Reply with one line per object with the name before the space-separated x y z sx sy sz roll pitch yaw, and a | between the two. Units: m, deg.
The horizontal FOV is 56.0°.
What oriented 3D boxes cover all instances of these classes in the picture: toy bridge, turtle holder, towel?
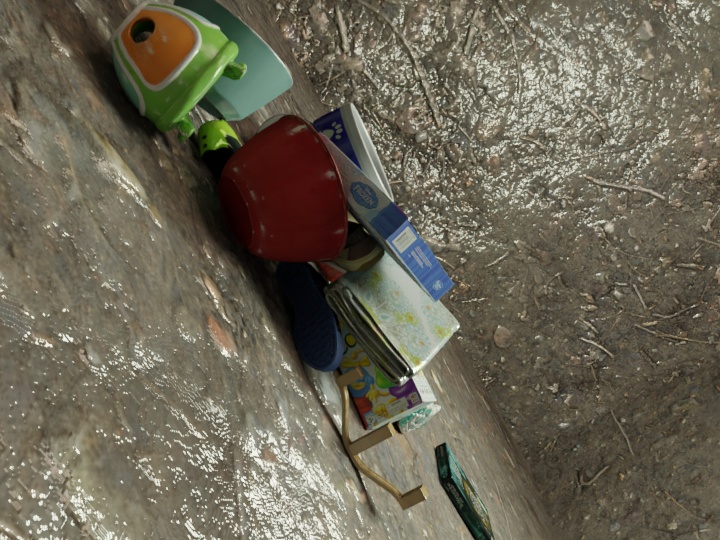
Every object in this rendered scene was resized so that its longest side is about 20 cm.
toy bridge | 0.013 0.224 0.897 0.200 0.067 0.027 61 9 6
turtle holder | -0.218 -0.248 0.805 0.132 0.141 0.186 41 23 -19
towel | 0.048 0.058 0.975 0.171 0.048 0.200 51 34 3

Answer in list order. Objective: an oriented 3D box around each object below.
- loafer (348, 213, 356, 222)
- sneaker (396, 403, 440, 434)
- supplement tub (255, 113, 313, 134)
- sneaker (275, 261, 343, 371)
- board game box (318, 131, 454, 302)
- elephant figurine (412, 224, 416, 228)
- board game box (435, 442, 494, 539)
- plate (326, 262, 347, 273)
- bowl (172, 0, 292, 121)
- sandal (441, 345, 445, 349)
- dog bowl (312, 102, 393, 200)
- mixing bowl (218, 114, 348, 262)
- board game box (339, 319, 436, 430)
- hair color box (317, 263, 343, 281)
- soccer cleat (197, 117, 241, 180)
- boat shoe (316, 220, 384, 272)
loafer | -0.008 -0.091 1.179 0.200 0.068 0.076 6 49 -26
sneaker | 0.088 0.251 1.276 0.091 0.078 0.200 48 1 17
supplement tub | -0.125 -0.233 1.307 0.123 0.122 0.200 61 10 -4
sneaker | -0.059 0.064 0.964 0.078 0.070 0.200 39 22 -50
board game box | 0.025 -0.068 0.912 0.199 0.043 0.200 47 0 33
elephant figurine | 0.037 -0.024 1.283 0.200 0.155 0.142 -10 107 -67
board game box | 0.219 0.474 1.412 0.200 0.028 0.135 59 9 -13
plate | 0.000 0.000 1.130 0.200 0.032 0.200 28 -2 -20
bowl | -0.206 -0.289 0.962 0.201 0.105 0.201 36 -4 3
sandal | 0.085 0.105 1.088 0.076 0.043 0.200 63 21 12
dog bowl | -0.012 -0.203 1.256 0.200 0.079 0.201 -23 90 -81
mixing bowl | -0.114 -0.090 0.876 0.200 0.108 0.201 41 -38 42
board game box | 0.026 0.142 1.093 0.200 0.103 0.105 65 11 17
hair color box | -0.045 -0.028 1.338 0.200 0.061 0.102 55 13 -39
soccer cleat | -0.171 -0.136 0.995 0.200 0.067 0.081 46 30 -46
boat shoe | -0.041 -0.050 0.965 0.201 0.072 0.066 18 -42 55
